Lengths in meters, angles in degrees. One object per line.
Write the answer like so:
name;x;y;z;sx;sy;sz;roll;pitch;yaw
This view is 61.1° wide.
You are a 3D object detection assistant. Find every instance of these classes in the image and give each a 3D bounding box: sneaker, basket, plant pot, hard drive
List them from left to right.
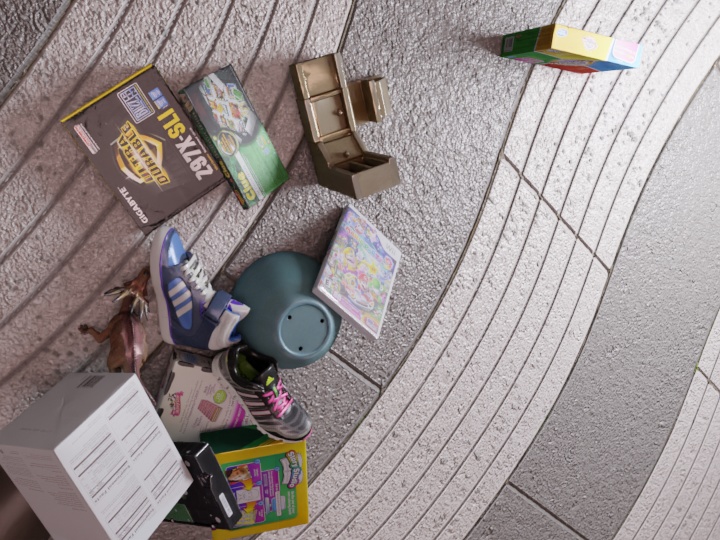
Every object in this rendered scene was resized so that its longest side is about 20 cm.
basket;-0.525;0.362;0.915;0.201;0.135;0.180;-52;128;-9
hard drive;-0.290;0.340;0.976;0.038;0.197;0.142;-40;113;-52
sneaker;-0.243;0.030;0.958;0.143;0.081;0.204;3;110;5
sneaker;-0.149;0.191;0.967;0.200;0.088;0.074;44;48;2
plant pot;-0.111;0.079;1.018;0.196;0.134;0.204;-4;102;-21

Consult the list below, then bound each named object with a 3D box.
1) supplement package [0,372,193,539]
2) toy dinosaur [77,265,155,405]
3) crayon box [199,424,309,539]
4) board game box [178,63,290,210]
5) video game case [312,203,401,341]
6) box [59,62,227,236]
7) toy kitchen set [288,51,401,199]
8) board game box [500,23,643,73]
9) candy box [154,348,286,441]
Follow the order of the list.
supplement package;-0.370;0.270;0.855;0.151;0.149;0.203;-51;129;-50
toy dinosaur;-0.350;0.100;0.920;0.085;0.202;0.135;3;143;-47
crayon box;-0.176;0.356;1.038;0.169;0.058;0.203;-6;119;-14
board game box;-0.194;-0.209;0.961;0.105;0.023;0.202;-44;116;-41
video game case;0.000;0.000;1.043;0.143;0.018;0.202;41;45;-24
box;-0.322;-0.181;0.926;0.159;0.049;0.202;-36;112;-13
toy kitchen set;0.008;-0.246;0.971;0.161;0.180;0.203;-21;113;-17
board game box;0.380;-0.399;1.106;0.196;0.153;0.041;3;102;-22
candy box;-0.242;0.228;1.036;0.197;0.061;0.139;19;96;-25
